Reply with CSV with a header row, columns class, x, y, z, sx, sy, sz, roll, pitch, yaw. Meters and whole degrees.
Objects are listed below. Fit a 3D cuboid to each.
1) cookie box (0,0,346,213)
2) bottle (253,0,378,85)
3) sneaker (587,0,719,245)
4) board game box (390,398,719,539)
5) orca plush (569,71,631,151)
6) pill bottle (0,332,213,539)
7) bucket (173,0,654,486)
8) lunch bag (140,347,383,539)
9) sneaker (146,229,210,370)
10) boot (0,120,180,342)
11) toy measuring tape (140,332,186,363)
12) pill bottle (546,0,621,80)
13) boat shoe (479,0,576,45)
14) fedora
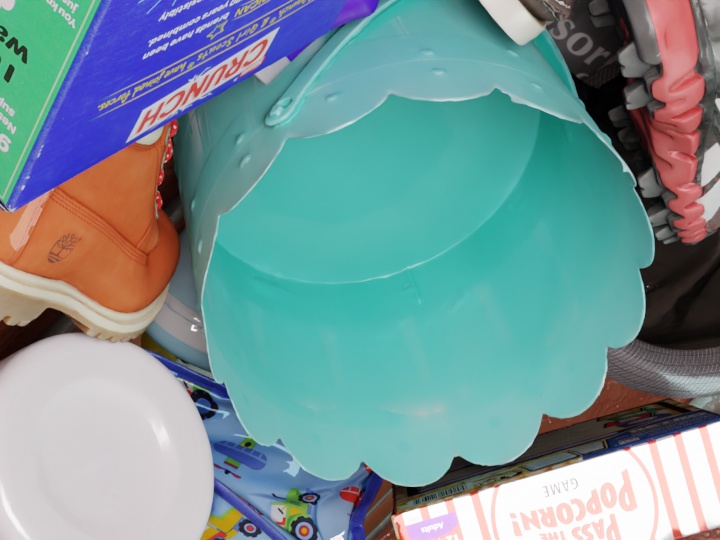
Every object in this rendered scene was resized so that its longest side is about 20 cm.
class,x,y,z,sx,sy,sz,roll,pitch,yaw
cookie box,-0.048,-0.132,0.676,0.171,0.075,0.200,-35,166,-43
bottle,0.017,-0.158,0.848,0.200,0.065,0.084,-45,175,0
sneaker,0.152,-0.075,0.900,0.098,0.071,0.201,-20,151,1
board game box,0.091,0.103,1.004,0.151,0.047,0.200,-16,179,1
orca plush,0.164,-0.126,1.042,0.199,0.105,0.071,-19,119,-29
pill bottle,-0.159,0.104,0.952,0.112,0.113,0.200,-36,-173,-40
bucket,0.016,-0.026,0.936,0.206,0.135,0.208,-8,129,-10
lunch bag,-0.112,0.103,1.072,0.150,0.200,0.094,-29,-143,41
sneaker,0.000,0.000,1.089,0.199,0.080,0.131,16,108,-33
boot,-0.102,-0.033,0.867,0.107,0.075,0.200,-51,168,6
toy measuring tape,-0.039,-0.008,1.181,0.200,0.074,0.074,-39,168,-32
pill bottle,0.121,-0.146,1.157,0.200,0.116,0.116,-50,168,23
boat shoe,0.078,-0.157,0.935,0.059,0.072,0.200,-36,-165,18
fedora,0.156,-0.021,1.124,0.199,0.178,0.090,-20,180,-24
